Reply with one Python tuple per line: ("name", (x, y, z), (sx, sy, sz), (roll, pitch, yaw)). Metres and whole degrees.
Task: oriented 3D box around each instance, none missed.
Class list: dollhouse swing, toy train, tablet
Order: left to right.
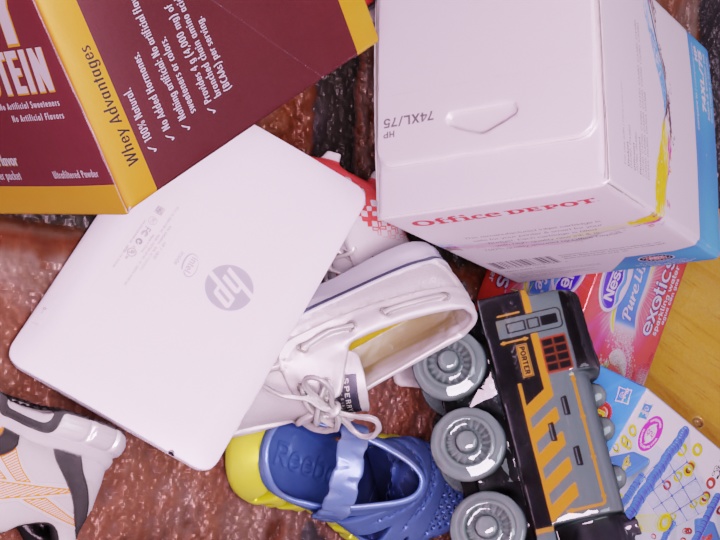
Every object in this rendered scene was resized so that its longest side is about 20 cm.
("tablet", (-0.094, 0.001, 0.910), (0.130, 0.014, 0.200), (30, 66, -1))
("toy train", (0.101, 0.104, 0.991), (0.085, 0.114, 0.200), (64, 13, -71))
("dollhouse swing", (0.272, 0.097, 1.314), (0.182, 0.176, 0.200), (40, 56, 9))

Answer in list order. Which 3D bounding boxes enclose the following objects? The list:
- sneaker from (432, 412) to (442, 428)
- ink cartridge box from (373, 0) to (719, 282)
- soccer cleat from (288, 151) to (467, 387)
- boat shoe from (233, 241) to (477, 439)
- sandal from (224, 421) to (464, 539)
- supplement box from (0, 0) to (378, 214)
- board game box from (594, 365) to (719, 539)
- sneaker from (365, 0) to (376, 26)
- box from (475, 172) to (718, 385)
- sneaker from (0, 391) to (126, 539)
("sneaker", (0.117, 0.136, 1.130), (0.091, 0.076, 0.200), (-49, 133, -21))
("ink cartridge box", (0.118, -0.087, 0.985), (0.200, 0.147, 0.146), (21, 65, -58))
("soccer cleat", (0.000, 0.000, 1.018), (0.200, 0.069, 0.085), (46, 56, -41))
("boat shoe", (-0.018, 0.063, 0.943), (0.202, 0.086, 0.075), (-26, 142, -17))
("sandal", (0.009, 0.136, 1.018), (0.200, 0.087, 0.080), (17, 78, -46))
("supplement box", (-0.129, -0.161, 0.836), (0.200, 0.133, 0.197), (-39, 118, -37))
("board game box", (0.168, 0.187, 1.097), (0.200, 0.056, 0.196), (36, 83, -47))
("sneaker", (0.001, -0.207, 1.023), (0.085, 0.077, 0.200), (44, 59, -13))
("box", (0.158, 0.001, 1.126), (0.095, 0.100, 0.200), (21, 89, -44))
("sneaker", (-0.207, 0.094, 0.811), (0.200, 0.074, 0.080), (26, 77, -41))
